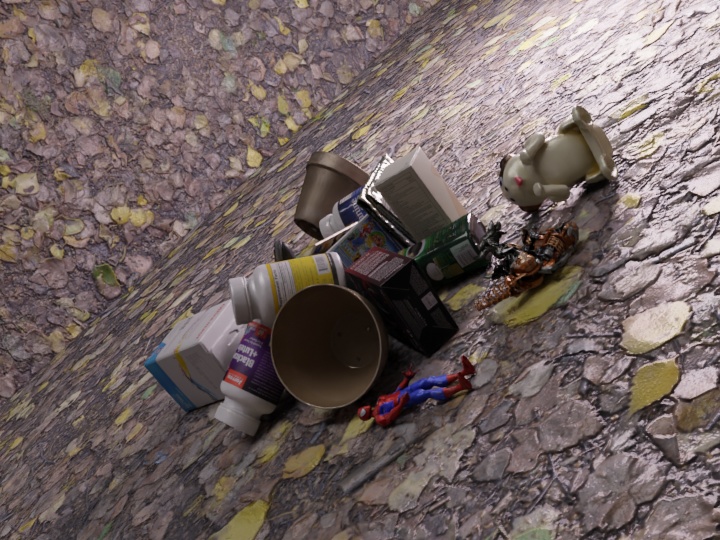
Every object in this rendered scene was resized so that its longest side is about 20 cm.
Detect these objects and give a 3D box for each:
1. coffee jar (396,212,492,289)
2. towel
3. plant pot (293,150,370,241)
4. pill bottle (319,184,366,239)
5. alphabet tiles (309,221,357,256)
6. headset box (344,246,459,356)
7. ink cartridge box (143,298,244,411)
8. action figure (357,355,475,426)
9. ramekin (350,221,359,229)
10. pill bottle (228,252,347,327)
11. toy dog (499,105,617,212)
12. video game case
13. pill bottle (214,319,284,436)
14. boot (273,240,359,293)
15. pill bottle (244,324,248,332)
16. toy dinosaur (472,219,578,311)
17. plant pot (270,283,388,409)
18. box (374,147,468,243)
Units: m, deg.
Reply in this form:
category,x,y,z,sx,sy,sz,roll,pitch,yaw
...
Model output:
category,x,y,z,sx,sy,sz,roll,pitch,yaw
coffee jar,0.136,-0.016,1.655,0.199,0.086,0.105,-28,23,25
towel,0.091,-0.127,1.835,0.034,0.192,0.201,-38,16,36
plant pot,-0.077,-0.171,2.287,0.175,0.199,0.199,-60,24,-13
pill bottle,0.006,-0.130,2.118,0.199,0.111,0.111,-30,20,22
alphabet tiles,-0.088,-0.010,1.949,0.200,0.008,0.168,-31,-27,-52
headset box,0.063,0.046,1.547,0.075,0.149,0.200,-38,19,-11
ink cartridge box,-0.322,0.181,1.951,0.199,0.146,0.147,-22,24,39
action figure,0.076,0.184,1.370,0.199,0.052,0.066,-31,24,29
ramekin,0.033,-0.045,1.899,0.201,0.094,0.203,-34,19,13
pill bottle,-0.128,0.038,1.613,0.198,0.113,0.111,-10,16,-10
toy dog,0.334,-0.189,1.618,0.199,0.140,0.194,-29,8,26
video game case,0.000,0.000,1.780,0.200,0.143,0.018,-43,8,-15
pill bottle,-0.188,0.192,1.672,0.111,0.111,0.202,4,67,63
boot,-0.056,0.011,1.712,0.198,0.167,0.066,-10,13,-8
pill bottle,-0.139,0.106,1.835,0.199,0.115,0.115,-12,32,53
toy dinosaur,0.252,-0.015,1.443,0.199,0.103,0.135,-23,29,-26
plant pot,-0.033,0.123,1.537,0.199,0.202,0.134,-31,-12,19
box,0.126,-0.120,1.735,0.094,0.201,0.078,-25,22,34
